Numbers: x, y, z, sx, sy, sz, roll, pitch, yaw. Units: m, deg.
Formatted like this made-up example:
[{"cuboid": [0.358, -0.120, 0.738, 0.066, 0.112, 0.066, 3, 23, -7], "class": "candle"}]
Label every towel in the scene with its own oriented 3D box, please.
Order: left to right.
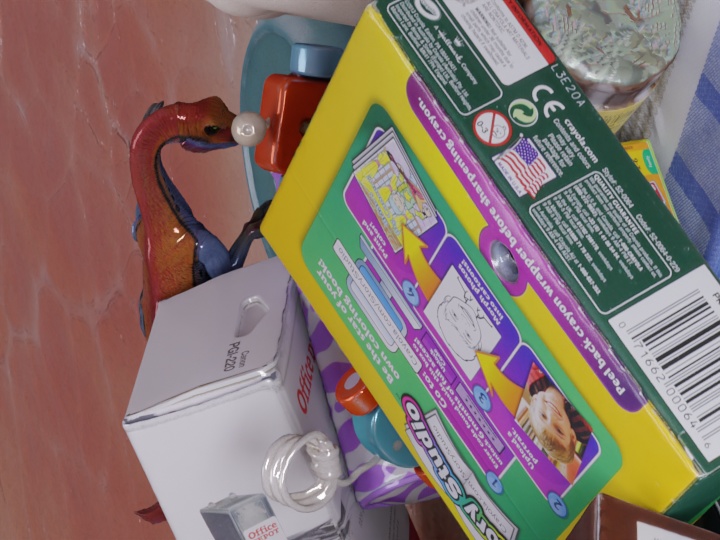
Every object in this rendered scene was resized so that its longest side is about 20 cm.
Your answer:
[{"cuboid": [0.108, -0.101, 0.927, 0.148, 0.024, 0.201, 102, 149, -43], "class": "towel"}]

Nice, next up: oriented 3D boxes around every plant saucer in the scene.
[{"cuboid": [-0.028, -0.057, 1.325, 0.200, 0.027, 0.202, 169, 90, -71], "class": "plant saucer"}]

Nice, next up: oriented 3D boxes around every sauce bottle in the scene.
[{"cuboid": [0.059, -0.054, 0.949, 0.200, 0.064, 0.065, 127, 130, -59], "class": "sauce bottle"}]

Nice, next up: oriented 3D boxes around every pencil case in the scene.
[{"cuboid": [0.016, 0.015, 1.169, 0.085, 0.083, 0.202, -25, 76, 46], "class": "pencil case"}]

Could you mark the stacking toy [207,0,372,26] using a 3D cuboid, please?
[{"cuboid": [-0.001, -0.206, 1.068, 0.146, 0.145, 0.202, -157, 75, -67], "class": "stacking toy"}]

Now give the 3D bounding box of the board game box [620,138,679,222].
[{"cuboid": [0.087, 0.038, 0.972, 0.200, 0.030, 0.096, 115, 142, -61], "class": "board game box"}]

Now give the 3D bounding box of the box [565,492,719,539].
[{"cuboid": [0.084, 0.178, 0.845, 0.075, 0.099, 0.201, -82, 14, -48], "class": "box"}]

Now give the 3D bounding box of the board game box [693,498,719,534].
[{"cuboid": [0.121, 0.130, 0.998, 0.201, 0.028, 0.136, 103, 152, -49], "class": "board game box"}]

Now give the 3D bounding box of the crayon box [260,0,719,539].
[{"cuboid": [0.055, 0.015, 0.888, 0.201, 0.058, 0.173, 56, 154, 14], "class": "crayon box"}]

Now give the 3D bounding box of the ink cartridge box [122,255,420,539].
[{"cuboid": [-0.036, 0.114, 1.201, 0.146, 0.084, 0.201, -83, -26, -66], "class": "ink cartridge box"}]

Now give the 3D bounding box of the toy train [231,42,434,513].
[{"cuboid": [0.000, 0.000, 1.068, 0.056, 0.149, 0.202, 19, 109, 60], "class": "toy train"}]

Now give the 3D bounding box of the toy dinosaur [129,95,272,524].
[{"cuboid": [-0.081, 0.003, 1.258, 0.182, 0.104, 0.201, 62, -147, -53], "class": "toy dinosaur"}]
